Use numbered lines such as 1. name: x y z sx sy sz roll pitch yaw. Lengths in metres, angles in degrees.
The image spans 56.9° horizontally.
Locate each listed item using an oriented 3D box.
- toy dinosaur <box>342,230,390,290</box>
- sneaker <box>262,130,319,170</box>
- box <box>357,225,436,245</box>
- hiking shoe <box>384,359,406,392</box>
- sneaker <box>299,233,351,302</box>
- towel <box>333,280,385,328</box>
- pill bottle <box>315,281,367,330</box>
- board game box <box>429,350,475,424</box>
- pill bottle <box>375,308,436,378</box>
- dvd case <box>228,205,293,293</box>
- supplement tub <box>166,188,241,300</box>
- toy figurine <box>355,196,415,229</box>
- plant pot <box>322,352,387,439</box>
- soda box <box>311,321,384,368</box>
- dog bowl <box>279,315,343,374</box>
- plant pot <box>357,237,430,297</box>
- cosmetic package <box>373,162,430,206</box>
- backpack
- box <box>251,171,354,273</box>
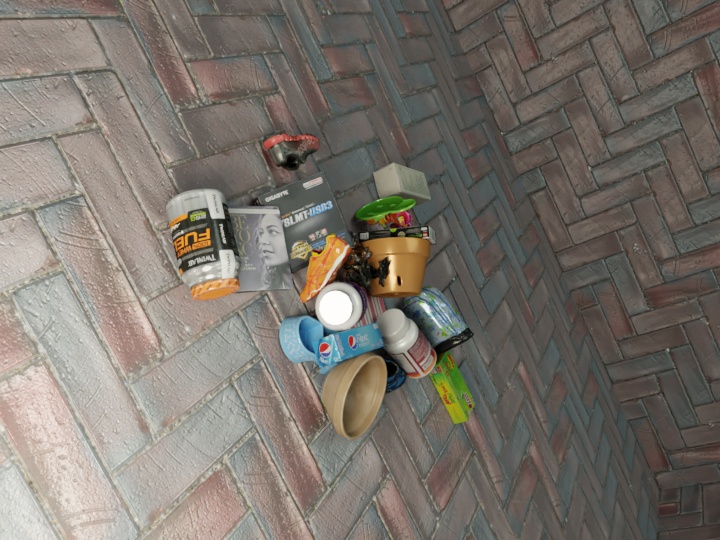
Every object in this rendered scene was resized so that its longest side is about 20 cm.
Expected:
1. toy dinosaur: 0.000 0.000 1.724 0.102 0.135 0.202 -39 119 -35
2. sneaker: -0.170 -0.308 1.737 0.200 0.070 0.099 -16 84 -56
3. box: 0.102 -0.089 1.827 0.110 0.197 0.035 24 63 -71
4. hiking shoe: 0.074 0.275 1.737 0.199 0.086 0.075 13 61 -53
5. sneaker: -0.093 -0.006 1.572 0.077 0.201 0.073 39 28 8
6. towel: 0.003 0.100 1.797 0.199 0.030 0.148 2 69 -53
7. pill bottle: -0.045 0.084 1.586 0.200 0.111 0.114 -6 75 -84
8. board game box: 0.279 0.355 2.039 0.202 0.047 0.102 63 31 -9
9. pill bottle: 0.122 0.199 1.812 0.201 0.108 0.110 53 33 -39
10. dvd case: -0.233 -0.051 1.488 0.147 0.016 0.202 -2 72 -35
11. supplement tub: -0.308 -0.050 1.320 0.122 0.122 0.202 0 71 -56
12. toy figurine: 0.102 -0.105 1.944 0.150 0.198 0.186 -40 118 -42
13. plant pot: -0.025 0.282 1.545 0.200 0.092 0.203 -33 130 -50
14. soda box: -0.026 0.174 1.571 0.199 0.067 0.065 -6 76 -58
15. dog bowl: -0.105 0.171 1.563 0.199 0.049 0.113 32 46 -45
16. plant pot: 0.094 -0.003 1.802 0.199 0.198 0.142 9 75 -54
17. cosmetic package: 0.138 -0.274 2.169 0.199 0.087 0.105 7 67 -56
18. backpack: 0.212 0.145 1.972 0.153 0.163 0.202 -12 75 -43
19. box: -0.137 -0.116 1.617 0.199 0.050 0.201 -25 95 -32
